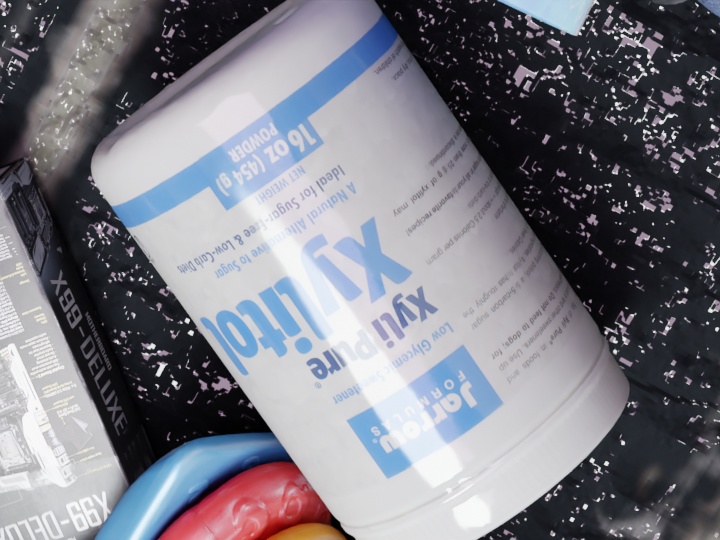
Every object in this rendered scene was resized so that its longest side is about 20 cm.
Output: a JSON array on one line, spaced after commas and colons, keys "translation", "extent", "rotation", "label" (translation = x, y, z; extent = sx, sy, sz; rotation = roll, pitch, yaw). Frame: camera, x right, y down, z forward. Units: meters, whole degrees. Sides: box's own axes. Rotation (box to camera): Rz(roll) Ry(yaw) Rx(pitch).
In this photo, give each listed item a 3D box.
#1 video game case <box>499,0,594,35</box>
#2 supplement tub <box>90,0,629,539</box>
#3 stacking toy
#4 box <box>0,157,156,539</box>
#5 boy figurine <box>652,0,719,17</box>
[{"translation": [0.026, -0.206, 0.838], "extent": [0.199, 0.045, 0.182], "rotation": [25, 107, -2], "label": "video game case"}, {"translation": [0.000, 0.000, 0.941], "extent": [0.132, 0.132, 0.200], "rotation": [-34, 99, 13], "label": "supplement tub"}, {"translation": [-0.011, 0.162, 0.954], "extent": [0.200, 0.110, 0.116], "rotation": [40, 107, 28], "label": "stacking toy"}, {"translation": [-0.203, 0.062, 1.019], "extent": [0.199, 0.050, 0.158], "rotation": [-21, 103, 11], "label": "box"}, {"translation": [0.219, -0.102, 0.926], "extent": [0.199, 0.064, 0.125], "rotation": [22, 84, -4], "label": "boy figurine"}]
